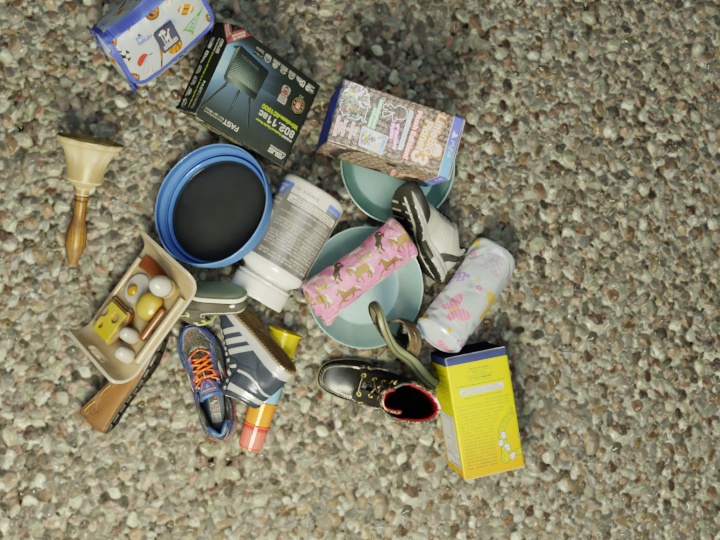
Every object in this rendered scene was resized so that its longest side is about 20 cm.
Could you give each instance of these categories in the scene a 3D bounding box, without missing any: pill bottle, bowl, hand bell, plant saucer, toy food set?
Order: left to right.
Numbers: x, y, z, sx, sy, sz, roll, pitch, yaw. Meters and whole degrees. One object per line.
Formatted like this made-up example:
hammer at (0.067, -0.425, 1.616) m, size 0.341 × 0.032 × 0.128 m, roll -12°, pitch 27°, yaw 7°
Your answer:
hand bell at (-0.443, -0.108, 1.457) m, size 0.103 × 0.104 × 0.203 m, roll 11°, pitch 101°, yaw -9°
toy food set at (-0.354, 0.053, 1.413) m, size 0.143 × 0.060 × 0.201 m, roll 36°, pitch 88°, yaw 34°
bowl at (-0.230, -0.099, 1.459) m, size 0.198 × 0.039 × 0.204 m, roll -6°, pitch 72°, yaw 17°
pill bottle at (-0.121, -0.042, 1.485) m, size 0.113 × 0.114 × 0.202 m, roll 31°, pitch 85°, yaw -8°
plant saucer at (0.006, 0.028, 1.545) m, size 0.198 × 0.039 × 0.204 m, roll 0°, pitch 91°, yaw -9°
plant saucer at (0.061, -0.178, 1.555) m, size 0.197 × 0.036 × 0.203 m, roll 0°, pitch 90°, yaw -10°

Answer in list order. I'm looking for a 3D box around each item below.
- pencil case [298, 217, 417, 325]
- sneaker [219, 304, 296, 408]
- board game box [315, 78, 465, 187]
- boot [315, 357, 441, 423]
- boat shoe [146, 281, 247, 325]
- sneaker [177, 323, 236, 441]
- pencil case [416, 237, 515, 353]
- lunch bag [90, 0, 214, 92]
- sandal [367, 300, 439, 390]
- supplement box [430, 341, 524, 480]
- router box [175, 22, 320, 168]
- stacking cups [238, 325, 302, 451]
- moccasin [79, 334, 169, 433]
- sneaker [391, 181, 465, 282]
pencil case at (0.000, 0.000, 1.478) m, size 0.199 × 0.086 × 0.083 m, roll -38°, pitch 127°, yaw -8°
sneaker at (-0.197, 0.129, 1.476) m, size 0.109 × 0.070 × 0.200 m, roll -49°, pitch 64°, yaw 14°
board game box at (0.043, -0.212, 1.454) m, size 0.197 × 0.159 × 0.098 m, roll 17°, pitch 88°, yaw -9°
boot at (0.031, 0.196, 1.493) m, size 0.197 × 0.151 × 0.074 m, roll 19°, pitch 87°, yaw -9°
boat shoe at (-0.260, 0.053, 1.452) m, size 0.199 × 0.072 × 0.062 m, roll 4°, pitch 109°, yaw 28°
sneaker at (-0.242, 0.180, 1.483) m, size 0.074 × 0.078 × 0.203 m, roll -19°, pitch 94°, yaw -10°
pencil case at (0.176, 0.040, 1.530) m, size 0.090 × 0.083 × 0.201 m, roll 28°, pitch 67°, yaw 20°
lunch bag at (-0.316, -0.371, 1.407) m, size 0.170 × 0.200 × 0.124 m, roll -41°, pitch 96°, yaw -8°
sandal at (0.075, 0.114, 1.501) m, size 0.057 × 0.080 × 0.201 m, roll -39°, pitch 122°, yaw 2°
supplement box at (0.194, 0.231, 1.542) m, size 0.108 × 0.109 × 0.203 m, roll -10°, pitch 92°, yaw -9°
router box at (-0.173, -0.273, 1.452) m, size 0.199 × 0.062 × 0.152 m, roll 27°, pitch 85°, yaw -44°
stacking cups at (-0.156, 0.194, 1.513) m, size 0.060 × 0.060 × 0.203 m, roll 20°, pitch 91°, yaw -9°
moccasin at (-0.374, 0.160, 1.460) m, size 0.077 × 0.074 × 0.202 m, roll 37°, pitch 104°, yaw 0°
sneaker at (0.114, -0.076, 1.523) m, size 0.080 × 0.073 × 0.201 m, roll -41°, pitch 133°, yaw -17°
